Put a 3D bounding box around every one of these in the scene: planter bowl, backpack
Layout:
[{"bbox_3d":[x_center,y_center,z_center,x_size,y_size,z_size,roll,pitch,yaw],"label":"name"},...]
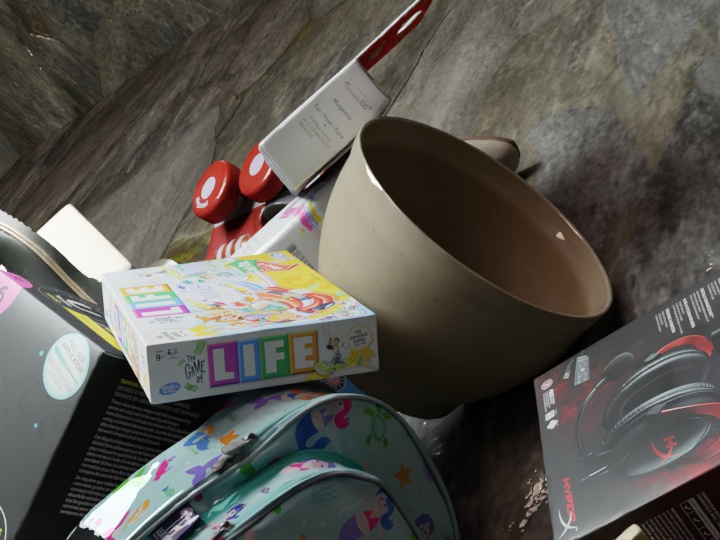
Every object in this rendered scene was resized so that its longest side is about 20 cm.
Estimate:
[{"bbox_3d":[0.050,0.011,0.842,0.135,0.198,0.201,-55,14,26],"label":"planter bowl"},{"bbox_3d":[-0.039,0.161,0.690,0.200,0.179,0.150,-40,22,-28],"label":"backpack"}]

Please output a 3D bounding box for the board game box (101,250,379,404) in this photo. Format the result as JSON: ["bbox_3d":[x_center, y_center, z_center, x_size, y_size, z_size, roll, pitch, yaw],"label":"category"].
[{"bbox_3d":[-0.082,0.029,0.780,0.132,0.035,0.200,-8,14,-18],"label":"board game box"}]

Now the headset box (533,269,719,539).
[{"bbox_3d":[0.190,0.069,0.615,0.199,0.075,0.149,-33,22,20],"label":"headset box"}]

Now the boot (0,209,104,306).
[{"bbox_3d":[-0.295,0.046,1.095,0.139,0.199,0.078,-53,-11,-9],"label":"boot"}]

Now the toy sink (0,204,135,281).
[{"bbox_3d":[-0.274,0.051,1.241,0.130,0.201,0.112,-44,65,-12],"label":"toy sink"}]

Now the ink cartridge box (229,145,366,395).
[{"bbox_3d":[0.000,0.000,0.974,0.200,0.145,0.085,-41,12,-3],"label":"ink cartridge box"}]

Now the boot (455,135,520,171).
[{"bbox_3d":[0.044,-0.034,1.086,0.198,0.071,0.147,-20,34,25],"label":"boot"}]

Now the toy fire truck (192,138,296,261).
[{"bbox_3d":[-0.098,-0.029,1.287,0.199,0.111,0.170,-18,54,46],"label":"toy fire truck"}]

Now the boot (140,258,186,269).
[{"bbox_3d":[-0.145,0.034,1.097,0.185,0.198,0.065,-17,73,42],"label":"boot"}]

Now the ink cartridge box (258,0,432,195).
[{"bbox_3d":[0.002,-0.130,0.934,0.173,0.044,0.200,-41,4,0],"label":"ink cartridge box"}]

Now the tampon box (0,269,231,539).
[{"bbox_3d":[-0.212,0.129,0.860,0.149,0.126,0.202,26,91,41],"label":"tampon box"}]

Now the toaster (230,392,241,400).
[{"bbox_3d":[-0.156,0.127,1.042,0.129,0.114,0.201,-11,37,56],"label":"toaster"}]

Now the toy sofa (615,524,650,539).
[{"bbox_3d":[0.137,0.187,0.465,0.097,0.083,0.200,-41,21,-7],"label":"toy sofa"}]
